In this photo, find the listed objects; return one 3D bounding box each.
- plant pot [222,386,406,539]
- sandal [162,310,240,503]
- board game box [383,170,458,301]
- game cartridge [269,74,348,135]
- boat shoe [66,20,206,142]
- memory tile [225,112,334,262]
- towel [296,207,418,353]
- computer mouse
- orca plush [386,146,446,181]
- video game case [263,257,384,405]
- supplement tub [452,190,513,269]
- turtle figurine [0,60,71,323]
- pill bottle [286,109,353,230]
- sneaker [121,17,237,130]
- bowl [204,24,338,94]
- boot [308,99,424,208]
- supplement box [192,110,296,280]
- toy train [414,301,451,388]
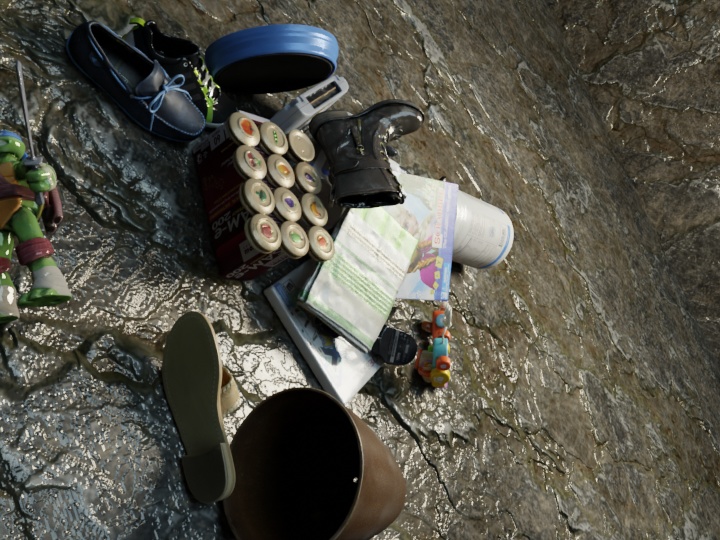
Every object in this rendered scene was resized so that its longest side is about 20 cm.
[{"bbox_3d":[-0.030,0.256,0.848,0.200,0.186,0.188,37,40,-52],"label":"plant pot"},{"bbox_3d":[-0.173,0.156,0.821,0.070,0.077,0.213,22,55,-68],"label":"sandal"},{"bbox_3d":[0.071,-0.054,1.137,0.199,0.041,0.201,4,91,-41],"label":"board game box"},{"bbox_3d":[-0.101,-0.234,1.091,0.042,0.133,0.200,47,32,-7],"label":"game cartridge"},{"bbox_3d":[-0.284,-0.238,0.916,0.200,0.069,0.084,31,60,-30],"label":"boat shoe"},{"bbox_3d":[-0.101,-0.108,0.926,0.153,0.017,0.201,10,59,-49],"label":"memory tile"},{"bbox_3d":[0.000,0.000,1.033,0.149,0.031,0.200,41,62,-32],"label":"towel"},{"bbox_3d":[0.009,0.100,1.069,0.200,0.034,0.059,25,74,-35],"label":"computer mouse"},{"bbox_3d":[0.055,-0.178,1.272,0.199,0.106,0.071,6,25,-4],"label":"orca plush"},{"bbox_3d":[-0.038,0.077,1.063,0.200,0.022,0.182,58,36,-5],"label":"video game case"},{"bbox_3d":[0.191,-0.082,1.357,0.200,0.132,0.132,16,56,-45],"label":"supplement tub"},{"bbox_3d":[-0.355,-0.056,0.661,0.143,0.200,0.195,-13,80,-18],"label":"turtle figurine"},{"bbox_3d":[-0.056,-0.164,1.120,0.114,0.114,0.200,45,40,-22],"label":"pill bottle"},{"bbox_3d":[-0.242,-0.271,0.986,0.200,0.083,0.072,31,46,-36],"label":"sneaker"},{"bbox_3d":[-0.130,-0.309,1.057,0.200,0.200,0.040,-4,87,-52],"label":"bowl"},{"bbox_3d":[0.027,-0.161,1.030,0.199,0.069,0.175,-12,56,-17],"label":"boot"},{"bbox_3d":[-0.156,-0.100,0.959,0.061,0.109,0.201,5,63,-51],"label":"supplement box"},{"bbox_3d":[0.119,0.118,1.167,0.200,0.055,0.151,60,31,-79],"label":"toy train"}]
